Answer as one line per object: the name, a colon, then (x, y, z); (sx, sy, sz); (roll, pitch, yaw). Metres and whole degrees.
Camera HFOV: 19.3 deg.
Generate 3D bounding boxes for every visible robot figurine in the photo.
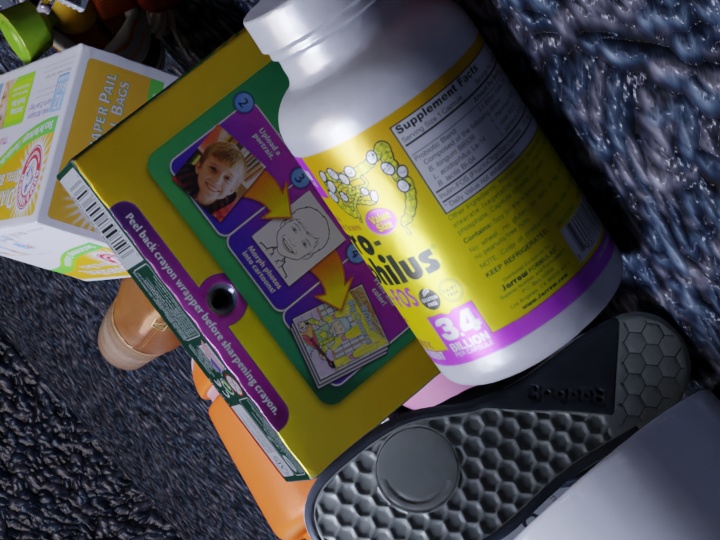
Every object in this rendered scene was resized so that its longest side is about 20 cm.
robot figurine: (-0.034, 0.090, 1.339); (0.201, 0.116, 0.144); (60, 180, 11)

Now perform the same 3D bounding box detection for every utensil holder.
utensil holder: (0.172, 0.181, 1.000); (0.200, 0.169, 0.170); (51, 166, 15)

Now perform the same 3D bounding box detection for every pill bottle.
pill bottle: (0.030, -0.053, 0.983); (0.201, 0.104, 0.104); (55, 165, -14)

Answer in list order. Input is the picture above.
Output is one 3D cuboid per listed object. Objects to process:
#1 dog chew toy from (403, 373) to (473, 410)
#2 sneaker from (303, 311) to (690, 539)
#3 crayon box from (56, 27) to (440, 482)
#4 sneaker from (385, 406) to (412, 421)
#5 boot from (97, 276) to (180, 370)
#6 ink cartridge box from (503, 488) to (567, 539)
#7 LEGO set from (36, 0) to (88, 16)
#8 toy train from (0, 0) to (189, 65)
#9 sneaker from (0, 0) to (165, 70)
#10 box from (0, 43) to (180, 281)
dog chew toy: (0.000, 0.000, 1.196); (0.200, 0.125, 0.125); (42, 165, 1)
sneaker: (0.060, 0.094, 1.064); (0.077, 0.201, 0.146); (64, 170, 5)
crayon box: (-0.027, -0.024, 1.091); (0.201, 0.172, 0.058); (53, 162, -5)
sneaker: (-0.017, 0.094, 1.234); (0.199, 0.083, 0.070); (36, -158, 26)
boot: (-0.103, -0.040, 1.363); (0.076, 0.201, 0.155); (32, 150, -11)
ink cartridge box: (0.076, 0.194, 1.253); (0.146, 0.200, 0.083); (42, 161, 29)
LEGO set: (-0.171, -0.207, 1.125); (0.153, 0.117, 0.200); (25, 171, -26)
toy train: (-0.174, -0.167, 1.319); (0.085, 0.115, 0.201); (42, 163, 35)
sneaker: (-0.214, -0.203, 1.434); (0.199, 0.079, 0.079); (38, 173, 11)
box: (-0.169, -0.061, 1.298); (0.101, 0.114, 0.200); (17, 170, -24)
